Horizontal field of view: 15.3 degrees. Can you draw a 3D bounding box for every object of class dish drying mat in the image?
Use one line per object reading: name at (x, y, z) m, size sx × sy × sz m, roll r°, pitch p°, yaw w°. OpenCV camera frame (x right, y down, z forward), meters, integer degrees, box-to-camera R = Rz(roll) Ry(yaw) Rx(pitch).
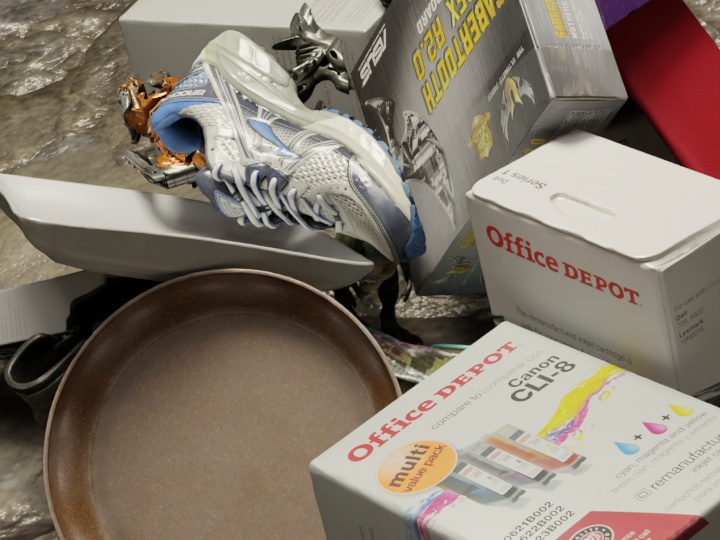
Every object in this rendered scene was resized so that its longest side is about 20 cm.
dish drying mat at (0.214, -0.074, 1.573) m, size 0.077 × 0.200 × 0.018 m, roll -32°, pitch -5°, yaw -37°

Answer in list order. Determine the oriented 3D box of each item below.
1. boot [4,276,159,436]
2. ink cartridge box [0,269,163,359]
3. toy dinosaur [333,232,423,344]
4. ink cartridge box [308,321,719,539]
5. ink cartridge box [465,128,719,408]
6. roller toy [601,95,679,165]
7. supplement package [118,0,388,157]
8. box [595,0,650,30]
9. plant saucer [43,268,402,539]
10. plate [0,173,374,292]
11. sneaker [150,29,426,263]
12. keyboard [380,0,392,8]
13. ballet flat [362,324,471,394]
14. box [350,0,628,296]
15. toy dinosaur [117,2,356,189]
boot at (-0.104, 0.054, 1.526) m, size 0.068 × 0.131 × 0.200 m, roll 18°, pitch 44°, yaw 43°
ink cartridge box at (-0.182, 0.028, 1.619) m, size 0.200 × 0.039 × 0.099 m, roll -10°, pitch -7°, yaw 44°
toy dinosaur at (0.000, 0.000, 1.605) m, size 0.047 × 0.088 × 0.200 m, roll -12°, pitch 15°, yaw -12°
ink cartridge box at (0.100, 0.141, 1.285) m, size 0.145 × 0.145 × 0.200 m, roll -34°, pitch 35°, yaw -29°
ink cartridge box at (0.145, 0.043, 1.370) m, size 0.084 × 0.200 × 0.146 m, roll -31°, pitch 35°, yaw -28°
roller toy at (0.115, -0.097, 1.671) m, size 0.182 × 0.140 × 0.200 m, roll -3°, pitch 23°, yaw 29°
supplement package at (-0.045, -0.146, 1.842) m, size 0.200 × 0.117 × 0.117 m, roll 6°, pitch 36°, yaw 29°
box at (0.142, -0.188, 1.617) m, size 0.137 × 0.039 × 0.200 m, roll -3°, pitch 22°, yaw 42°
plant saucer at (-0.070, 0.100, 1.437) m, size 0.200 × 0.032 × 0.200 m, roll -3°, pitch 75°, yaw 10°
plate at (-0.111, -0.018, 1.533) m, size 0.200 × 0.032 × 0.200 m, roll 8°, pitch 7°, yaw -16°
sneaker at (-0.043, -0.051, 1.511) m, size 0.085 × 0.077 × 0.200 m, roll -39°, pitch 52°, yaw -16°
keyboard at (0.085, -0.206, 1.811) m, size 0.021 × 0.200 × 0.127 m, roll -27°, pitch 55°, yaw 47°
ballet flat at (0.025, 0.069, 1.502) m, size 0.200 × 0.069 × 0.071 m, roll 15°, pitch 65°, yaw 15°
box at (0.066, -0.103, 1.485) m, size 0.048 × 0.200 × 0.158 m, roll -1°, pitch 60°, yaw -24°
toy dinosaur at (-0.062, -0.075, 1.617) m, size 0.136 × 0.102 × 0.200 m, roll -32°, pitch 64°, yaw -25°
